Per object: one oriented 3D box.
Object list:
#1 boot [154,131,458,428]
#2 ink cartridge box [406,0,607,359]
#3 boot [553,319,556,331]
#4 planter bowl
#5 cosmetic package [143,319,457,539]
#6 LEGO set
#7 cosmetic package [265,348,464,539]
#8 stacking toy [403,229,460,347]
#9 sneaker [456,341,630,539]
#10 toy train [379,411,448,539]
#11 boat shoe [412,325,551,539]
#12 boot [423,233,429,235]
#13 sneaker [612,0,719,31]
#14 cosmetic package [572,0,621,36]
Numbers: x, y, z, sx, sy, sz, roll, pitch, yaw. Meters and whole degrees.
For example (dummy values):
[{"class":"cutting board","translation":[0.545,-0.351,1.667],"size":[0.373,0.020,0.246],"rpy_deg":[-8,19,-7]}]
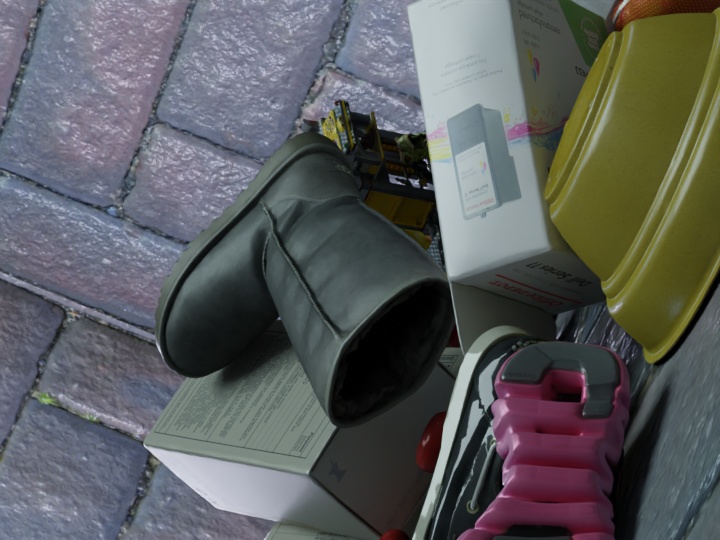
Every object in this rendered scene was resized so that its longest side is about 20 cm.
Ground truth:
[{"class":"boot","translation":[-0.032,0.030,1.471],"size":[0.182,0.072,0.200],"rpy_deg":[-57,37,18]},{"class":"ink cartridge box","translation":[0.093,-0.047,1.410],"size":[0.117,0.067,0.201],"rpy_deg":[16,-119,-55]},{"class":"boot","translation":[0.043,0.076,1.774],"size":[0.200,0.073,0.090],"rpy_deg":[-21,29,47]},{"class":"planter bowl","translation":[0.145,-0.061,1.310],"size":[0.200,0.083,0.201],"rpy_deg":[-158,90,-87]},{"class":"cosmetic package","translation":[-0.032,0.089,1.536],"size":[0.104,0.073,0.200],"rpy_deg":[-55,27,-17]},{"class":"LEGO set","translation":[0.032,-0.060,1.561],"size":[0.154,0.115,0.201],"rpy_deg":[121,151,-45]},{"class":"cosmetic package","translation":[0.014,0.146,1.571],"size":[0.103,0.073,0.200],"rpy_deg":[-2,51,57]},{"class":"stacking toy","translation":[0.000,0.000,1.659],"size":[0.110,0.200,0.116],"rpy_deg":[-17,51,41]},{"class":"sneaker","translation":[0.087,0.131,1.228],"size":[0.096,0.079,0.200],"rpy_deg":[82,-158,-46]},{"class":"toy train","translation":[0.052,0.167,1.454],"size":[0.116,0.084,0.201],"rpy_deg":[-28,-39,-77]},{"class":"boat shoe","translation":[0.072,0.132,1.342],"size":[0.068,0.072,0.201],"rpy_deg":[20,101,46]},{"class":"boot","translation":[0.087,-0.045,1.837],"size":[0.077,0.138,0.201],"rpy_deg":[115,178,-67]},{"class":"sneaker","translation":[0.166,-0.089,1.487],"size":[0.200,0.073,0.077],"rpy_deg":[104,168,-49]},{"class":"cosmetic package","translation":[0.158,-0.167,1.577],"size":[0.200,0.051,0.083],"rpy_deg":[-28,-33,-61]}]
